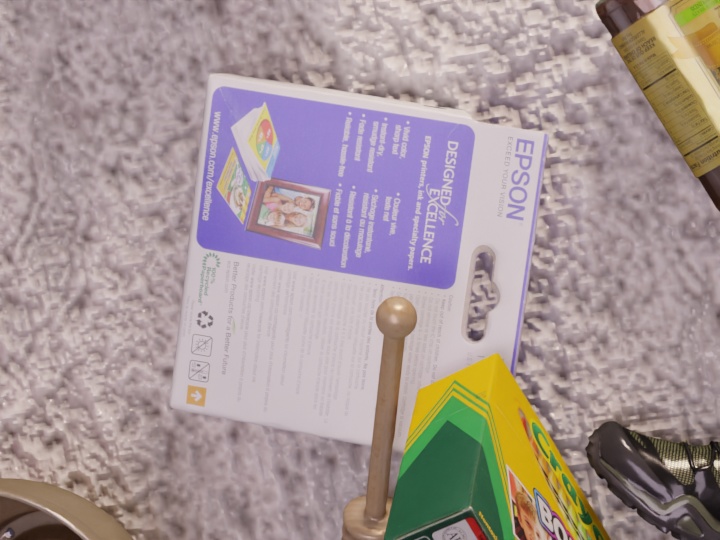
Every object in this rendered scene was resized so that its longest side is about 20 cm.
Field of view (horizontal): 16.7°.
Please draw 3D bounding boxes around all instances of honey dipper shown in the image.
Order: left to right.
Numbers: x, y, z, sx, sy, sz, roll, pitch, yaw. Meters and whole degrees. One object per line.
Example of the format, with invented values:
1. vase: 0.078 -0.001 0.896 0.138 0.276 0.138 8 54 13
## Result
1. honey dipper: 0.011 0.095 1.352 0.038 0.038 0.201 13 128 12

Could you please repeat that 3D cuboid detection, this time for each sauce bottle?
1. sauce bottle: 0.202 -0.073 1.310 0.065 0.065 0.201 -32 91 17

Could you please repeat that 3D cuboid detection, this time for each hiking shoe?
1. hiking shoe: 0.224 0.110 1.334 0.199 0.076 0.101 22 95 1

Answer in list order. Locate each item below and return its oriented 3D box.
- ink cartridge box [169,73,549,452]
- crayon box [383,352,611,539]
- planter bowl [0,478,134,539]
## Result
1. ink cartridge box: 0.000 0.000 1.380 0.199 0.043 0.199 11 103 12
2. crayon box: 0.092 0.170 1.292 0.058 0.173 0.201 -25 108 19
3. planter bowl: -0.194 0.208 1.415 0.199 0.135 0.202 2 100 14
